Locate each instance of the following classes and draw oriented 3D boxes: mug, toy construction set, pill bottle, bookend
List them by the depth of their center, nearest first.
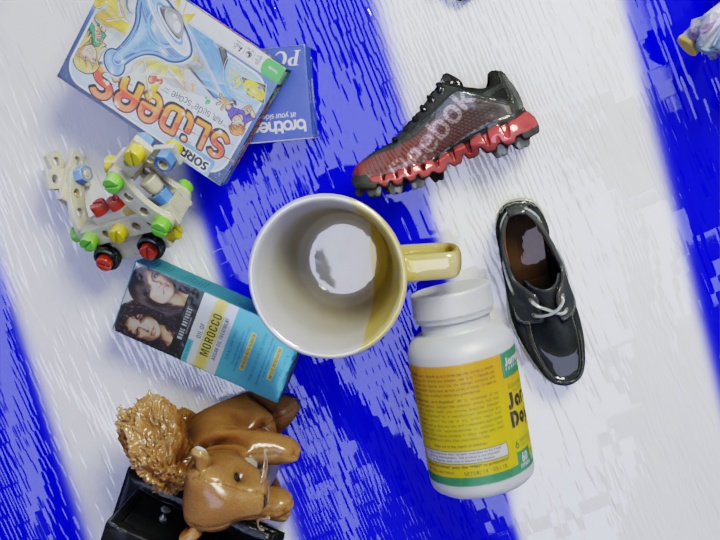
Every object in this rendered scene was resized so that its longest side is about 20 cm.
[{"bbox_3d":[-0.008,0.005,0.863,0.184,0.153,0.151,28,99,1],"label":"mug"},{"bbox_3d":[-0.252,-0.073,0.886,0.197,0.093,0.132,1,135,38],"label":"toy construction set"},{"bbox_3d":[0.109,0.117,0.886,0.110,0.113,0.204,-10,96,7],"label":"pill bottle"},{"bbox_3d":[-0.200,0.318,0.901,0.197,0.199,0.094,22,101,3],"label":"bookend"}]

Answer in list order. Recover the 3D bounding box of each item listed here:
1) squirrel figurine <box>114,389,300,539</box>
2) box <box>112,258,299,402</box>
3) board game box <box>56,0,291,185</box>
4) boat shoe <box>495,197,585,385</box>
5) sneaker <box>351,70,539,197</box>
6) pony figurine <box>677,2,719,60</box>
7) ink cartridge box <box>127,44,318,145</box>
[{"bbox_3d":[-0.161,0.204,0.888,0.196,0.187,0.144,14,99,4],"label":"squirrel figurine"},{"bbox_3d":[-0.160,0.062,0.939,0.197,0.049,0.084,23,99,2],"label":"box"},{"bbox_3d":[-0.186,-0.198,0.869,0.198,0.034,0.137,32,102,-1],"label":"board game box"},{"bbox_3d":[0.184,0.027,0.891,0.071,0.068,0.204,-17,97,6],"label":"boat shoe"},{"bbox_3d":[0.076,-0.141,0.878,0.197,0.071,0.100,-22,95,6],"label":"sneaker"},{"bbox_3d":[0.394,-0.263,0.803,0.200,0.167,0.192,-48,123,6],"label":"pony figurine"},{"bbox_3d":[-0.147,-0.178,0.909,0.196,0.044,0.096,-4,99,6],"label":"ink cartridge box"}]
